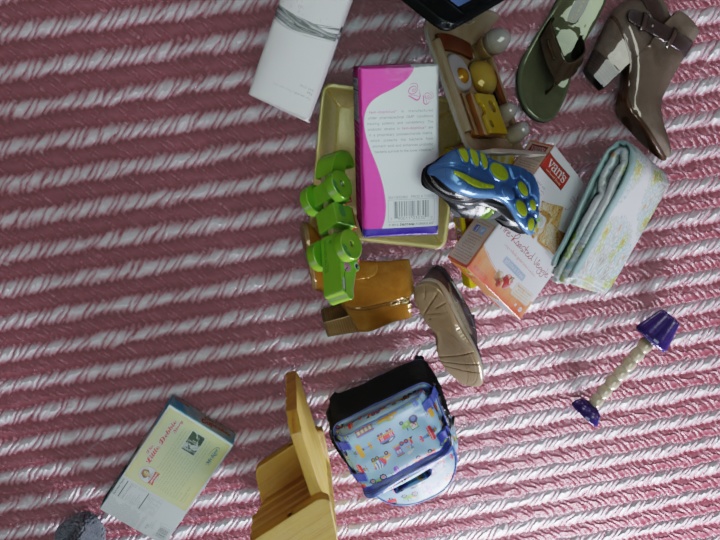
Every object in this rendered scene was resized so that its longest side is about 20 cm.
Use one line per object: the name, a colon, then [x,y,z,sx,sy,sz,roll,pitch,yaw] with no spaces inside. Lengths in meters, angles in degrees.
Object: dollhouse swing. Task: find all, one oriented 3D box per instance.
dollhouse swing: [-0.120,0.279,1.017,0.179,0.200,0.178,-31,106,4]

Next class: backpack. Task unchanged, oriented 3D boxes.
backpack: [0.060,0.260,1.066,0.178,0.135,0.204,-23,109,2]

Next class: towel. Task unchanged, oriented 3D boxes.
towel: [0.345,-0.065,1.007,0.169,0.048,0.204,11,109,-54]

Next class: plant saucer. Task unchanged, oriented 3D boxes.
plant saucer: [0.033,-0.142,1.001,0.194,0.049,0.206,5,103,-7]

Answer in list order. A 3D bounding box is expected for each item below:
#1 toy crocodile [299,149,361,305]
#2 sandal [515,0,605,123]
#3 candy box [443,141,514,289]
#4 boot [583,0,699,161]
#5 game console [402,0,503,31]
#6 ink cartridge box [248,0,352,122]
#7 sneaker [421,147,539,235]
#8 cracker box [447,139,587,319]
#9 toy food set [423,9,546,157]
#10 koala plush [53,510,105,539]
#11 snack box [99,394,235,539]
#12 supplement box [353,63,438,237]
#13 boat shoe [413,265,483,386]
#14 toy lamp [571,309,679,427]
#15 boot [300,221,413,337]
toy crocodile: [-0.030,-0.058,0.920,0.061,0.067,0.206,12,64,-44]
sandal: [0.270,-0.302,0.976,0.078,0.057,0.206,19,102,-10]
candy box: [0.176,-0.086,1.013,0.100,0.026,0.205,-22,115,-23]
boot: [0.404,-0.273,0.992,0.146,0.070,0.200,-45,105,5]
game console: [0.101,-0.398,0.847,0.175,0.199,0.117,40,136,10]
ink cartridge box: [-0.064,-0.300,0.898,0.084,0.147,0.204,21,102,-9]
sneaker: [0.153,-0.096,0.891,0.196,0.082,0.073,18,76,-37]
cracker box: [0.228,-0.055,1.001,0.133,0.057,0.202,38,87,-32]
toy food set: [0.165,-0.237,0.912,0.060,0.142,0.205,-25,79,40]
koala plush: [-0.462,0.499,1.069,0.196,0.184,0.180,-25,106,14]
snack box: [-0.289,0.301,1.091,0.115,0.037,0.202,34,99,-13]
supplement box: [0.044,-0.156,0.921,0.098,0.104,0.206,-2,106,-4]
boat shoe: [0.140,0.082,1.060,0.071,0.065,0.203,-4,126,41]
toy lamp: [0.407,0.147,1.108,0.058,0.058,0.202,34,99,-13]
boot: [0.000,0.001,1.010,0.140,0.071,0.205,-16,127,-2]
